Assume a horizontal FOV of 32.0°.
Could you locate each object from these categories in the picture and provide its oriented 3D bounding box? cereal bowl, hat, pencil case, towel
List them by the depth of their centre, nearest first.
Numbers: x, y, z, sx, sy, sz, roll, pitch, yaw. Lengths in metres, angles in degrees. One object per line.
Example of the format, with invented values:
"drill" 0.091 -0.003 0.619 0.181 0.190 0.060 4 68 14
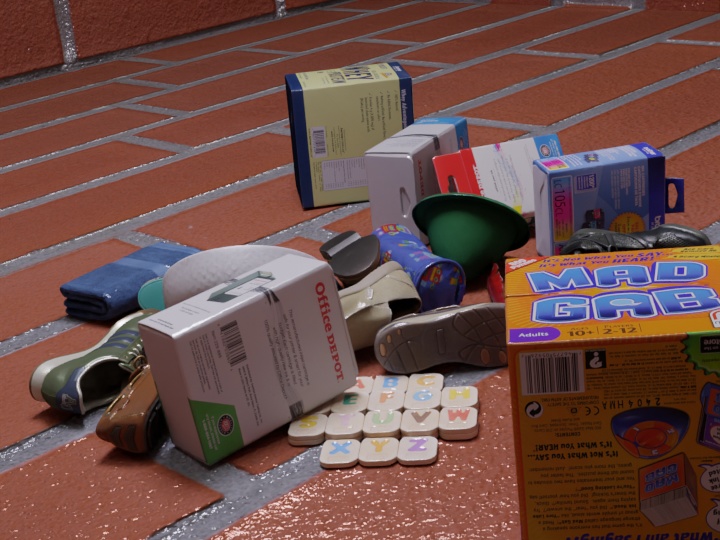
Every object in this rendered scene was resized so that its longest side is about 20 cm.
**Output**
"cereal bowl" -0.132 0.047 1.467 0.197 0.084 0.201 -3 -23 -1
"pencil case" 0.070 -0.001 1.628 0.086 0.079 0.200 6 14 -22
"hat" 0.134 0.009 1.656 0.163 0.178 0.200 8 -21 8
"towel" -0.310 0.016 1.741 0.111 0.049 0.199 9 24 36

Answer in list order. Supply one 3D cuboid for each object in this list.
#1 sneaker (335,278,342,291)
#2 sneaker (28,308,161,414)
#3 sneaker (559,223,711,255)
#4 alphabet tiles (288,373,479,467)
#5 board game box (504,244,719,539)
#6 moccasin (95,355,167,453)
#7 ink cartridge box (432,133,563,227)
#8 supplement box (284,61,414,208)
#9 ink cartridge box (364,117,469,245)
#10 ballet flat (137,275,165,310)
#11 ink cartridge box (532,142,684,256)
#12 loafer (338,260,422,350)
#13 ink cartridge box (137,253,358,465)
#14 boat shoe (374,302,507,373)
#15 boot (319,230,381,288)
"sneaker" -0.073 0.011 1.647 0.071 0.073 0.200 -15 20 -19
"sneaker" -0.276 0.112 1.451 0.089 0.068 0.199 18 33 40
"sneaker" 0.337 -0.010 1.580 0.197 0.077 0.114 3 23 32
"alphabet tiles" 0.026 0.152 1.317 0.197 0.015 0.196 -4 20 9
"board game box" 0.230 0.110 1.092 0.197 0.203 0.200 -4 19 7
"moccasin" -0.228 0.131 1.376 0.077 0.075 0.202 7 32 13
"ink cartridge box" 0.205 -0.120 1.837 0.197 0.118 0.067 -10 -19 -13
"supplement box" -0.015 -0.228 2.090 0.197 0.203 0.134 -7 21 -6
"ink cartridge box" 0.091 -0.134 1.884 0.083 0.147 0.200 4 22 28
"ballet flat" -0.189 0.041 1.631 0.197 0.073 0.072 -1 20 13
"ink cartridge box" 0.340 -0.094 1.710 0.197 0.138 0.076 -10 22 -9
"loafer" 0.002 0.059 1.471 0.068 0.076 0.200 33 51 24
"ink cartridge box" -0.114 0.088 1.314 0.198 0.148 0.084 -25 22 -31
"boat shoe" 0.111 0.067 1.433 0.197 0.076 0.073 -3 16 -6
"boot" 0.000 0.000 1.607 0.073 0.076 0.200 -29 12 -4
